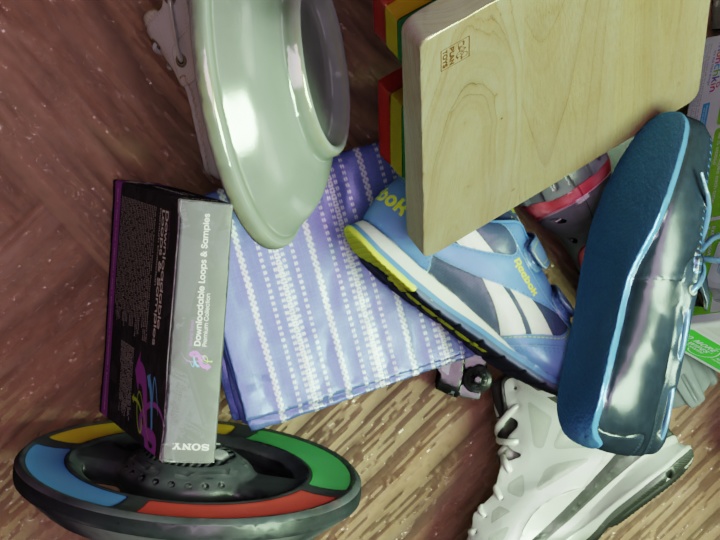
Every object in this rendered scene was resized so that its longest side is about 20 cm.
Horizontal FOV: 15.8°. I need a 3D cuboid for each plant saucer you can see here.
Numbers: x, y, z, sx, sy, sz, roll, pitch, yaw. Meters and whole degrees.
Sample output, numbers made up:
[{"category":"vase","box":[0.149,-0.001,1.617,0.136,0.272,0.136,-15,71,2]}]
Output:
[{"category":"plant saucer","box":[-0.043,-0.114,1.446,0.050,0.200,0.201,-8,97,13]}]

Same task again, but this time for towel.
[{"category":"towel","box":[0.000,0.000,1.555,0.200,0.024,0.145,-17,97,-13]}]

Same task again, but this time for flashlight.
[{"category":"flashlight","box":[0.155,-0.002,1.578,0.200,0.068,0.068,59,43,-19]}]

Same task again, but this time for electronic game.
[{"category":"electronic game","box":[-0.099,0.119,1.480,0.199,0.200,0.042,2,102,-14]}]

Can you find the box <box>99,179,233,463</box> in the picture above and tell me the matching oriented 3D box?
[{"category":"box","box":[-0.112,0.025,1.468,0.036,0.200,0.143,3,94,-14]}]

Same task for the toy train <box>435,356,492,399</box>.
[{"category":"toy train","box":[0.072,-0.021,1.597,0.046,0.034,0.201,9,93,-4]}]

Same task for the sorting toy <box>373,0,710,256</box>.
[{"category":"sorting toy","box":[0.096,-0.132,1.435,0.199,0.200,0.070,-30,60,-17]}]

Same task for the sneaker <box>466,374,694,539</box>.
[{"category":"sneaker","box":[0.097,0.132,1.609,0.200,0.076,0.115,-37,77,4]}]

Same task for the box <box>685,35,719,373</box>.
[{"category":"box","box":[0.276,-0.048,1.532,0.097,0.176,0.200,28,65,-36]}]

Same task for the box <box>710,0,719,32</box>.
[{"category":"box","box":[0.308,-0.243,1.626,0.158,0.048,0.201,2,94,-13]}]

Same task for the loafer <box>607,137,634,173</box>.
[{"category":"loafer","box":[0.174,-0.058,1.602,0.072,0.063,0.200,-42,103,-7]}]

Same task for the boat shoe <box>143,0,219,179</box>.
[{"category":"boat shoe","box":[-0.093,-0.148,1.532,0.069,0.071,0.201,3,107,19]}]

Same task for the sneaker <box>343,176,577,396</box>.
[{"category":"sneaker","box":[0.088,0.011,1.529,0.200,0.074,0.082,38,81,-14]}]

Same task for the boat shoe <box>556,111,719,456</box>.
[{"category":"boat shoe","box":[0.168,0.009,1.503,0.069,0.084,0.200,20,88,-26]}]
